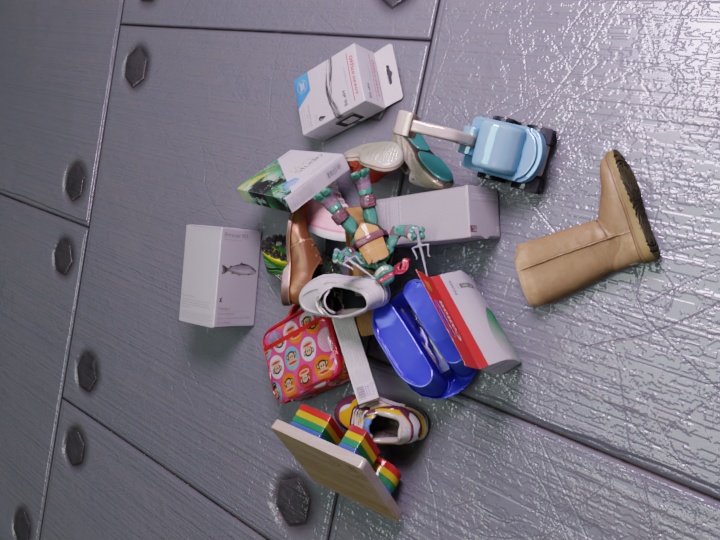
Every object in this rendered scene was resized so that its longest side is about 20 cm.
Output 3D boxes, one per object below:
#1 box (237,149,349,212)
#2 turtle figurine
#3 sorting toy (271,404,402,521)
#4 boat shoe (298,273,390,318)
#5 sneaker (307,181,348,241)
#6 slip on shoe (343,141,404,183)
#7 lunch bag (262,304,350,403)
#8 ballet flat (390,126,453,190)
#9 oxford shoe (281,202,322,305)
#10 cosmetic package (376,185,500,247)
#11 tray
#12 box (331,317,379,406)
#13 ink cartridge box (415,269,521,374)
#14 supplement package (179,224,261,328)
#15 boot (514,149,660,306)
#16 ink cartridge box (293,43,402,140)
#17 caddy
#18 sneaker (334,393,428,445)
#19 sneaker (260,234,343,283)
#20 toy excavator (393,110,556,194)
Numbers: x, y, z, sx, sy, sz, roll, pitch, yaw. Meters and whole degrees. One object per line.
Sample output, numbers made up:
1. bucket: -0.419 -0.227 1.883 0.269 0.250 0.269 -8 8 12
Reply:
1. box: -0.129 -0.171 1.334 0.199 0.144 0.037 15 139 55
2. turtle figurine: 0.014 -0.048 1.115 0.202 0.148 0.101 62 162 7
3. sorting toy: -0.027 0.326 1.241 0.198 0.200 0.070 14 56 36
4. boat shoe: -0.042 0.049 1.188 0.198 0.065 0.073 -1 106 42
5. sneaker: -0.055 -0.118 1.336 0.199 0.075 0.107 21 106 41
6. slip on shoe: 0.027 -0.184 1.245 0.062 0.073 0.200 68 164 -16
7. lunch bag: -0.097 0.145 1.360 0.199 0.081 0.179 -30 66 36
8. ballet flat: 0.101 -0.179 1.210 0.063 0.066 0.201 -63 32 30
9. oxford shoe: -0.102 -0.036 1.307 0.070 0.071 0.204 1 84 5
10. cosmetic package: 0.120 -0.085 1.178 0.198 0.106 0.092 -8 87 36
11. tray: 0.000 0.000 1.239 0.099 0.036 0.203 -117 22 -69
12. box: -0.015 0.135 1.254 0.041 0.039 0.203 -18 75 -3
13. ink cartridge box: 0.165 0.071 1.076 0.050 0.200 0.163 -32 68 13
14. supplement package: -0.293 0.011 1.495 0.116 0.116 0.204 7 93 38
15. boot: 0.314 -0.059 1.050 0.198 0.066 0.178 -23 74 37
16. ink cartridge box: -0.026 -0.337 1.329 0.198 0.066 0.118 -20 75 36
17. caddy: 0.109 0.113 1.183 0.140 0.105 0.201 -35 64 6
18. sneaker: 0.018 0.260 1.254 0.198 0.089 0.076 -1 87 38
19. sneaker: -0.108 0.006 1.389 0.199 0.078 0.086 31 143 28
20. toy excavator: 0.174 -0.196 1.081 0.193 0.199 0.102 23 101 36
